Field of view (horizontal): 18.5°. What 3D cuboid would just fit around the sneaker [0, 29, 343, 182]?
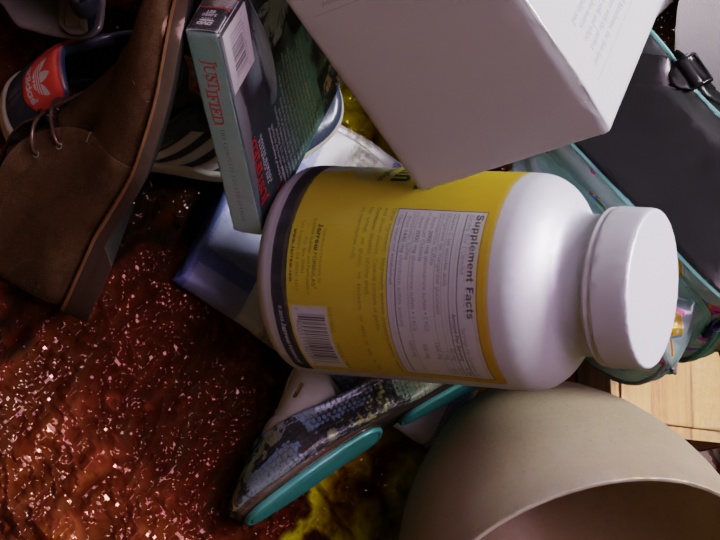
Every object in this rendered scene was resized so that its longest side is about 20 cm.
[{"bbox_3d":[-0.090,-0.094,1.190,0.200,0.085,0.075,-7,74,-28],"label":"sneaker"}]

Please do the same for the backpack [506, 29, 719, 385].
[{"bbox_3d":[0.160,-0.025,1.254,0.176,0.200,0.153,43,87,10],"label":"backpack"}]

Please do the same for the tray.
[{"bbox_3d":[0.183,0.009,1.385,0.099,0.037,0.200,8,73,-32],"label":"tray"}]

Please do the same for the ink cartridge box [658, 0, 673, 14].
[{"bbox_3d":[0.104,-0.190,1.325,0.200,0.086,0.147,-44,130,-34],"label":"ink cartridge box"}]

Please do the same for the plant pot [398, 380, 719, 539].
[{"bbox_3d":[0.105,0.138,1.227,0.200,0.200,0.135,14,35,-30],"label":"plant pot"}]

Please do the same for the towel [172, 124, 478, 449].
[{"bbox_3d":[0.000,0.000,1.277,0.200,0.024,0.147,33,64,-20],"label":"towel"}]

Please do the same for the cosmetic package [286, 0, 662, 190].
[{"bbox_3d":[0.053,-0.186,1.101,0.200,0.123,0.199,53,41,-24],"label":"cosmetic package"}]

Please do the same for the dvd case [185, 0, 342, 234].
[{"bbox_3d":[-0.034,-0.139,1.157,0.146,0.022,0.200,79,27,-48],"label":"dvd case"}]

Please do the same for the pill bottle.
[{"bbox_3d":[0.056,0.004,1.135,0.112,0.200,0.112,-14,106,-63],"label":"pill bottle"}]

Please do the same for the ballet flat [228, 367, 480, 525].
[{"bbox_3d":[0.001,0.067,1.222,0.200,0.074,0.074,-29,94,-19],"label":"ballet flat"}]

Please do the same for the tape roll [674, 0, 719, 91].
[{"bbox_3d":[0.263,-0.132,1.426,0.203,0.037,0.203,-1,91,-55],"label":"tape roll"}]

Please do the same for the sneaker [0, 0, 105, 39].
[{"bbox_3d":[-0.113,-0.195,1.153,0.202,0.077,0.146,-11,53,6],"label":"sneaker"}]

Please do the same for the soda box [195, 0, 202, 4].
[{"bbox_3d":[-0.031,-0.235,1.257,0.063,0.068,0.200,44,77,-16],"label":"soda box"}]

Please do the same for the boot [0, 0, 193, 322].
[{"bbox_3d":[-0.139,-0.064,1.108,0.075,0.200,0.074,24,32,-6],"label":"boot"}]
